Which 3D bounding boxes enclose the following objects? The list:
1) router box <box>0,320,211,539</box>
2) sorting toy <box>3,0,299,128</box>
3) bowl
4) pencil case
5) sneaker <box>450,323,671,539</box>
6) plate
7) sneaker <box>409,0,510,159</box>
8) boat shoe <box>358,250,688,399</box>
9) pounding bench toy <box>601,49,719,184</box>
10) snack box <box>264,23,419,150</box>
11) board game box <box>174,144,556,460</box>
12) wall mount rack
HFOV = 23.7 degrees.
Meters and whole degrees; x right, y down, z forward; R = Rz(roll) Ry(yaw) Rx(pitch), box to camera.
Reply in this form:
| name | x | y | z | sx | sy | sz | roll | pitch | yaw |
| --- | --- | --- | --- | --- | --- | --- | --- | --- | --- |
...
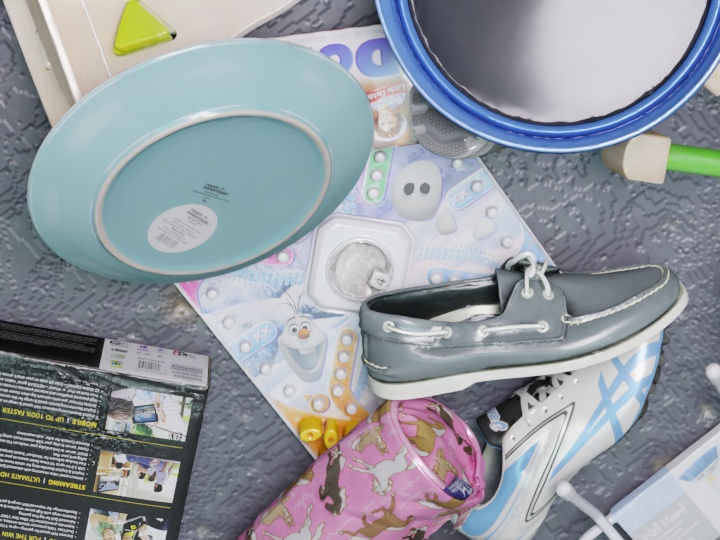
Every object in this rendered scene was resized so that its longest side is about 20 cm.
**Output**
| name | x | y | z | sx | sy | sz | roll | pitch | yaw |
| --- | --- | --- | --- | --- | --- | --- | --- | --- | --- |
| router box | -0.205 | 0.111 | 1.073 | 0.199 | 0.051 | 0.150 | 11 | 110 | -7 |
| sorting toy | -0.119 | -0.192 | 0.955 | 0.180 | 0.107 | 0.200 | -21 | 102 | -8 |
| bowl | 0.106 | -0.163 | 0.923 | 0.200 | 0.039 | 0.201 | 0 | 91 | 6 |
| pencil case | -0.011 | 0.165 | 1.074 | 0.200 | 0.083 | 0.087 | -43 | 65 | 23 |
| sneaker | 0.122 | 0.090 | 1.077 | 0.072 | 0.072 | 0.200 | 31 | 103 | -20 |
| plate | -0.084 | -0.049 | 0.953 | 0.200 | 0.026 | 0.200 | -15 | 146 | -11 |
| sneaker | 0.079 | -0.161 | 0.996 | 0.075 | 0.082 | 0.200 | 18 | 94 | 26 |
| boat shoe | 0.095 | 0.024 | 1.025 | 0.200 | 0.073 | 0.062 | -14 | 113 | 7 |
| pounding bench toy | 0.256 | -0.099 | 0.992 | 0.156 | 0.124 | 0.200 | 34 | 104 | -15 |
| snack box | -0.065 | -0.099 | 1.006 | 0.199 | 0.024 | 0.072 | -6 | 98 | 6 |
| board game box | 0.000 | 0.000 | 1.062 | 0.200 | 0.026 | 0.200 | -34 | 108 | 8 |
| wall mount rack | 0.210 | 0.142 | 1.091 | 0.200 | 0.075 | 0.174 | -39 | 114 | 4 |
